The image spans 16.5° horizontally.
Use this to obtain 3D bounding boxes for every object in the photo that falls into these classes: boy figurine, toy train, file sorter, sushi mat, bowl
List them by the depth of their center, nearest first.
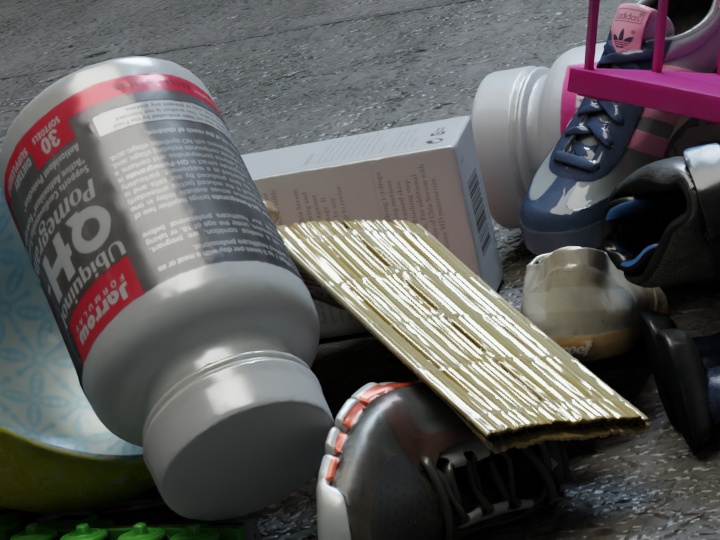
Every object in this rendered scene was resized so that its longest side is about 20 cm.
[{"bbox_3d":[-0.129,0.131,1.131,0.199,0.042,0.056,-3,8,31],"label":"toy train"},{"bbox_3d":[0.040,0.025,1.136,0.095,0.012,0.200,-2,28,-33],"label":"sushi mat"},{"bbox_3d":[0.234,0.027,1.144,0.198,0.065,0.124,-17,14,0],"label":"boy figurine"},{"bbox_3d":[-0.168,0.048,1.195,0.200,0.200,0.108,-36,-16,-53],"label":"bowl"},{"bbox_3d":[0.230,-0.140,1.262,0.199,0.127,0.139,-1,11,-34],"label":"file sorter"}]

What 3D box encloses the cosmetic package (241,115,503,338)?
[{"bbox_3d":[-0.026,-0.017,1.428,0.198,0.102,0.071,-9,16,14],"label":"cosmetic package"}]

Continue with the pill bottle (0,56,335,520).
[{"bbox_3d":[-0.084,0.009,1.118,0.110,0.111,0.201,-17,54,-14],"label":"pill bottle"}]

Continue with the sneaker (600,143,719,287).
[{"bbox_3d":[0.167,-0.019,1.199,0.111,0.074,0.200,-12,-18,-3],"label":"sneaker"}]

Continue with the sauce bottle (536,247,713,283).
[{"bbox_3d":[0.187,-0.025,1.347,0.199,0.065,0.065,0,21,33],"label":"sauce bottle"}]

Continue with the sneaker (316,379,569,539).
[{"bbox_3d":[0.048,0.081,1.096,0.081,0.078,0.200,3,23,27],"label":"sneaker"}]

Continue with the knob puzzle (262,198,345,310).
[{"bbox_3d":[0.000,0.000,1.298,0.218,0.031,0.220,18,-6,2],"label":"knob puzzle"}]

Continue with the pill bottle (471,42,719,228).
[{"bbox_3d":[0.172,-0.080,1.453,0.199,0.114,0.113,-6,18,27],"label":"pill bottle"}]

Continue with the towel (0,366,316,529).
[{"bbox_3d":[-0.128,0.091,1.289,0.198,0.023,0.144,-11,16,10],"label":"towel"}]

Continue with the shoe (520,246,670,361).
[{"bbox_3d":[0.117,0.010,1.247,0.069,0.054,0.200,-9,2,9],"label":"shoe"}]

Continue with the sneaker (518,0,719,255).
[{"bbox_3d":[0.140,-0.096,1.335,0.070,0.082,0.200,15,55,37],"label":"sneaker"}]
